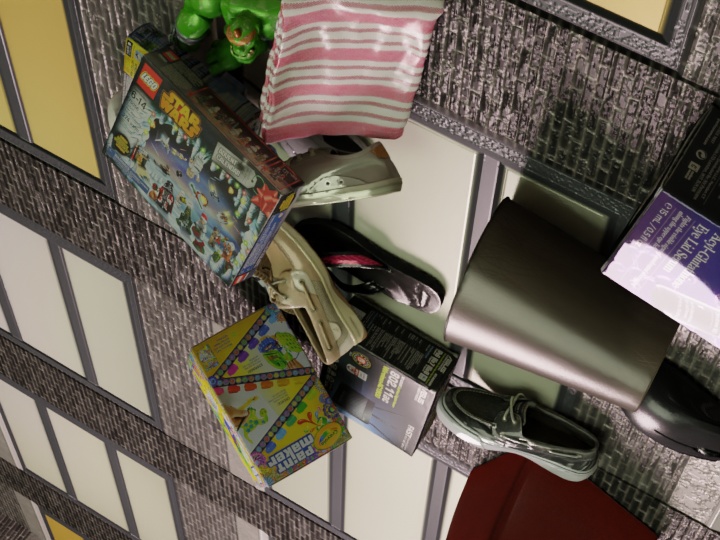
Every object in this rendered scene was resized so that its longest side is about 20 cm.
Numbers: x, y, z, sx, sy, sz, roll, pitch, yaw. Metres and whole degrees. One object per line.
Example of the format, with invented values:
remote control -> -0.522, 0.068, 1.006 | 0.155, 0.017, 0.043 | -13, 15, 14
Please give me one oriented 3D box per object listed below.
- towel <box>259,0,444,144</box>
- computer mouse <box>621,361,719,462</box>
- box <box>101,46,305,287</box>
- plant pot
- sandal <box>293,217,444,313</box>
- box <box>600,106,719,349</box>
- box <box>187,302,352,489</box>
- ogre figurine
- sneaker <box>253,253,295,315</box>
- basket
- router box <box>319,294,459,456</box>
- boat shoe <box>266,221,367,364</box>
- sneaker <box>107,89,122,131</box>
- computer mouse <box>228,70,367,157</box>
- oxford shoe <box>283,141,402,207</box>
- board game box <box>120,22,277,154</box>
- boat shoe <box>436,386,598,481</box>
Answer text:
towel -> -0.011, -0.181, 1.293 | 0.146, 0.030, 0.200 | -3, 150, -13
computer mouse -> 0.341, 0.160, 1.468 | 0.200, 0.053, 0.139 | 34, 152, 6
box -> -0.157, -0.100, 1.385 | 0.200, 0.040, 0.137 | 45, 131, 14
plant pot -> 0.210, 0.359, 1.776 | 0.200, 0.176, 0.200 | 39, 152, -4
sandal -> 0.000, 0.000, 1.617 | 0.199, 0.045, 0.075 | 27, 150, 17
box -> 0.325, -0.013, 1.178 | 0.200, 0.104, 0.148 | 33, 151, 7
box -> -0.120, 0.163, 1.795 | 0.193, 0.122, 0.200 | 60, 169, 4
ogre figurine -> -0.093, -0.228, 1.337 | 0.200, 0.098, 0.120 | 33, 162, 21
sneaker -> -0.125, -0.023, 1.702 | 0.200, 0.070, 0.108 | 39, 180, -44
basket -> 0.199, 0.043, 1.377 | 0.199, 0.136, 0.181 | 27, 145, 11
router box -> 0.029, 0.133, 1.762 | 0.149, 0.062, 0.200 | 30, 151, 10
boat shoe -> -0.071, 0.018, 1.619 | 0.200, 0.065, 0.072 | 56, 165, -21
sneaker -> -0.250, -0.130, 1.681 | 0.080, 0.076, 0.200 | 21, 147, 45
computer mouse -> -0.076, -0.151, 1.481 | 0.200, 0.044, 0.110 | 35, 151, 4
oxford shoe -> -0.054, -0.091, 1.412 | 0.199, 0.075, 0.058 | -8, 95, 21
board game box -> -0.155, -0.146, 1.488 | 0.200, 0.062, 0.200 | 37, 153, 6
boat shoe -> 0.187, 0.174, 1.658 | 0.199, 0.072, 0.071 | 20, 140, 9
